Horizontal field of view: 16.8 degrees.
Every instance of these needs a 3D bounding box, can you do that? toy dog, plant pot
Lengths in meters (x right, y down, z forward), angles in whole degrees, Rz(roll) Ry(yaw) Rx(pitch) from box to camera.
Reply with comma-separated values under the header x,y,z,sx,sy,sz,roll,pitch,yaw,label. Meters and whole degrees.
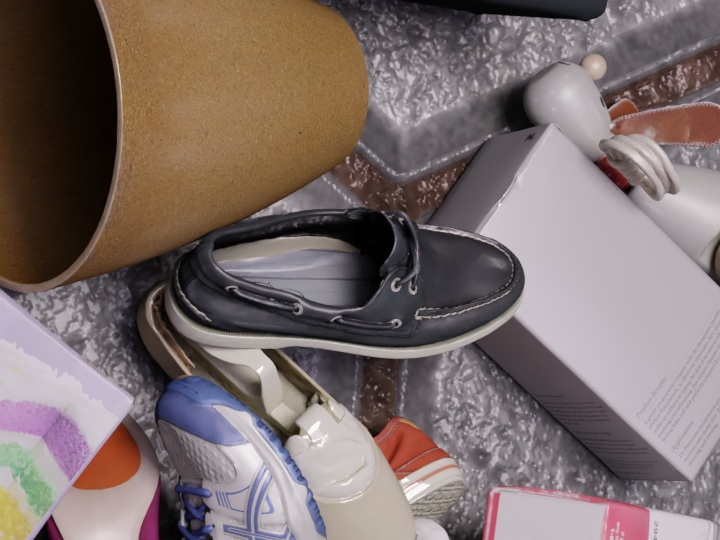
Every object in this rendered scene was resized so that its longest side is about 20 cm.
x,y,z,sx,sy,sz,roll,pitch,yaw,label
0.195,-0.062,1.434,0.096,0.132,0.200,-50,128,-10,toy dog
-0.098,-0.092,1.272,0.199,0.186,0.187,-8,90,-40,plant pot

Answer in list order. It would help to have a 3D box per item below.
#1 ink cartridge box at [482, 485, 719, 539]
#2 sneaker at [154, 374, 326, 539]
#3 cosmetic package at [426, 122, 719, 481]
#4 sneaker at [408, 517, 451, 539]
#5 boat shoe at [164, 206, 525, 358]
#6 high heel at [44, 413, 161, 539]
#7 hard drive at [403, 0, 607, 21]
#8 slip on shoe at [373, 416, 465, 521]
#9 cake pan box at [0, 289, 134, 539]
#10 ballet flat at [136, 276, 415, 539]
x,y,z,sx,sy,sz,roll,pitch,yaw,label
0.150,0.206,1.371,0.200,0.084,0.146,17,79,-52,ink cartridge box
-0.062,0.152,1.244,0.088,0.075,0.201,-33,102,-23,sneaker
0.133,0.021,1.415,0.200,0.085,0.108,43,71,-16,cosmetic package
0.044,0.224,1.362,0.082,0.077,0.201,-17,116,-39,sneaker
-0.001,-0.002,1.279,0.198,0.066,0.075,2,56,-15,boat shoe
-0.135,0.161,1.275,0.067,0.096,0.201,-1,49,-14,high heel
0.018,-0.168,1.338,0.199,0.139,0.033,7,94,-27,hard drive
-0.038,0.142,1.341,0.199,0.074,0.061,-27,64,-19,slip on shoe
-0.240,0.074,1.189,0.200,0.052,0.184,40,83,-3,cake pan box
-0.045,0.076,1.295,0.200,0.070,0.069,44,68,10,ballet flat
